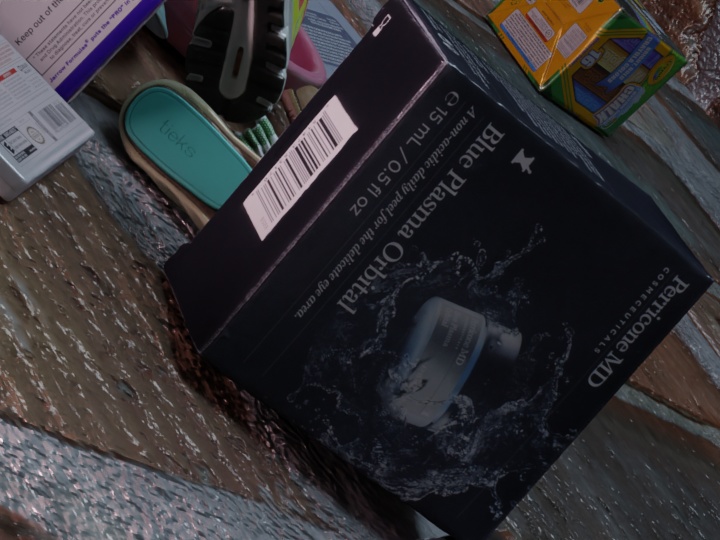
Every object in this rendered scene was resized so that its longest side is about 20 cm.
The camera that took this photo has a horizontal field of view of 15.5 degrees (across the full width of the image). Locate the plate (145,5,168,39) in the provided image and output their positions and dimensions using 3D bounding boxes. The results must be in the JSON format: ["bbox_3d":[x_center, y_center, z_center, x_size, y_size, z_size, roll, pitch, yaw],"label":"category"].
[{"bbox_3d":[-0.173,-0.228,1.625,0.200,0.026,0.200,51,-6,8],"label":"plate"}]

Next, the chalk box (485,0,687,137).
[{"bbox_3d":[0.249,-0.236,2.800,0.200,0.124,0.125,30,22,-52],"label":"chalk box"}]

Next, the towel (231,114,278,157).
[{"bbox_3d":[0.000,0.000,1.582,0.200,0.031,0.149,51,1,11],"label":"towel"}]

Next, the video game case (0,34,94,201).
[{"bbox_3d":[-0.225,-0.126,1.351,0.200,0.018,0.143,47,15,-4],"label":"video game case"}]

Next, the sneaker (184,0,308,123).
[{"bbox_3d":[-0.056,-0.190,1.513,0.078,0.201,0.090,18,31,-4],"label":"sneaker"}]

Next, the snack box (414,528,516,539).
[{"bbox_3d":[0.060,0.172,1.379,0.072,0.024,0.200,51,14,16],"label":"snack box"}]

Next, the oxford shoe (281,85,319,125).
[{"bbox_3d":[0.025,-0.044,1.633,0.200,0.074,0.071,53,-2,15],"label":"oxford shoe"}]

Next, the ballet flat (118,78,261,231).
[{"bbox_3d":[-0.059,-0.028,1.497,0.200,0.069,0.069,49,15,10],"label":"ballet flat"}]

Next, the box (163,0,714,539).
[{"bbox_3d":[0.040,0.002,1.380,0.200,0.197,0.118,36,10,-24],"label":"box"}]

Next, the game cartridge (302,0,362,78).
[{"bbox_3d":[-0.039,-0.166,1.958,0.133,0.041,0.200,55,16,13],"label":"game cartridge"}]

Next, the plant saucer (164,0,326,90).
[{"bbox_3d":[-0.106,-0.185,1.770,0.201,0.051,0.201,45,13,-13],"label":"plant saucer"}]

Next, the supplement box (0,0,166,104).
[{"bbox_3d":[-0.196,-0.205,1.478,0.200,0.103,0.101,44,16,-9],"label":"supplement box"}]
